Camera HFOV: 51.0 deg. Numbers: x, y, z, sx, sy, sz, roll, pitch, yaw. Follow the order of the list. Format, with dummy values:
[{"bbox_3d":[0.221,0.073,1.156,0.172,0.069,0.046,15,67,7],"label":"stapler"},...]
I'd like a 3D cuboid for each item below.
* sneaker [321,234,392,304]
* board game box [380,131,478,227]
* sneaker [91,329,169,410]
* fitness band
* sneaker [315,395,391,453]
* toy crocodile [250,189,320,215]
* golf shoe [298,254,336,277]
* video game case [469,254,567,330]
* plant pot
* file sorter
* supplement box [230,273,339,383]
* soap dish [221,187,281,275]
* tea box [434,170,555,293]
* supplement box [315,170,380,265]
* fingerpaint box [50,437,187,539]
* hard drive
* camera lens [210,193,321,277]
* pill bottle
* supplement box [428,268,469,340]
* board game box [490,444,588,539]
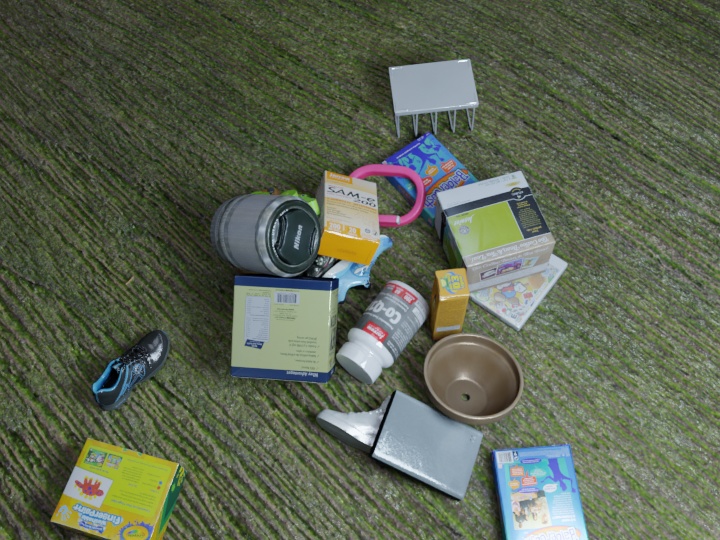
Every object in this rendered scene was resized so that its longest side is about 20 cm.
[{"bbox_3d":[0.000,0.000,1.681,0.200,0.078,0.090,-41,86,-14],"label":"sneaker"},{"bbox_3d":[0.166,-0.218,1.791,0.152,0.045,0.200,-35,66,-15],"label":"board game box"},{"bbox_3d":[-0.477,0.201,1.578,0.073,0.082,0.200,28,65,19],"label":"sneaker"},{"bbox_3d":[0.053,-0.175,1.750,0.198,0.037,0.145,6,77,19],"label":"fitness band"},{"bbox_3d":[0.020,0.298,1.512,0.199,0.074,0.116,24,63,4],"label":"sneaker"},{"bbox_3d":[-0.168,-0.142,1.640,0.199,0.068,0.062,3,36,37],"label":"toy crocodile"},{"bbox_3d":[-0.131,0.012,1.655,0.199,0.088,0.078,-32,75,24],"label":"golf shoe"},{"bbox_3d":[0.330,0.009,1.674,0.182,0.023,0.200,35,69,19],"label":"video game case"},{"bbox_3d":[0.217,0.231,1.509,0.199,0.093,0.202,4,49,-5],"label":"plant pot"},{"bbox_3d":[0.175,-0.413,1.850,0.198,0.125,0.140,-6,62,0],"label":"file sorter"},{"bbox_3d":[-0.150,0.113,1.534,0.198,0.134,0.202,3,92,5],"label":"supplement box"},{"bbox_3d":[-0.228,-0.088,1.721,0.156,0.081,0.201,-19,61,-7],"label":"soap dish"},{"bbox_3d":[0.285,-0.081,1.637,0.198,0.134,0.198,-15,61,-5],"label":"tea box"},{"bbox_3d":[-0.030,-0.116,1.629,0.125,0.074,0.201,12,43,-15],"label":"supplement box"},{"bbox_3d":[-0.461,0.436,1.456,0.198,0.074,0.168,12,62,9],"label":"fingerpaint box"},{"bbox_3d":[0.128,0.338,1.463,0.199,0.033,0.140,27,64,-7],"label":"hard drive"},{"bbox_3d":[-0.191,-0.074,1.535,0.199,0.160,0.161,7,57,44],"label":"camera lens"},{"bbox_3d":[0.046,0.129,1.572,0.114,0.114,0.200,32,68,18],"label":"pill bottle"},{"bbox_3d":[0.179,0.072,1.546,0.068,0.200,0.067,-6,62,0],"label":"supplement box"},{"bbox_3d":[0.336,0.437,1.423,0.151,0.045,0.201,-4,61,0],"label":"board game box"}]
